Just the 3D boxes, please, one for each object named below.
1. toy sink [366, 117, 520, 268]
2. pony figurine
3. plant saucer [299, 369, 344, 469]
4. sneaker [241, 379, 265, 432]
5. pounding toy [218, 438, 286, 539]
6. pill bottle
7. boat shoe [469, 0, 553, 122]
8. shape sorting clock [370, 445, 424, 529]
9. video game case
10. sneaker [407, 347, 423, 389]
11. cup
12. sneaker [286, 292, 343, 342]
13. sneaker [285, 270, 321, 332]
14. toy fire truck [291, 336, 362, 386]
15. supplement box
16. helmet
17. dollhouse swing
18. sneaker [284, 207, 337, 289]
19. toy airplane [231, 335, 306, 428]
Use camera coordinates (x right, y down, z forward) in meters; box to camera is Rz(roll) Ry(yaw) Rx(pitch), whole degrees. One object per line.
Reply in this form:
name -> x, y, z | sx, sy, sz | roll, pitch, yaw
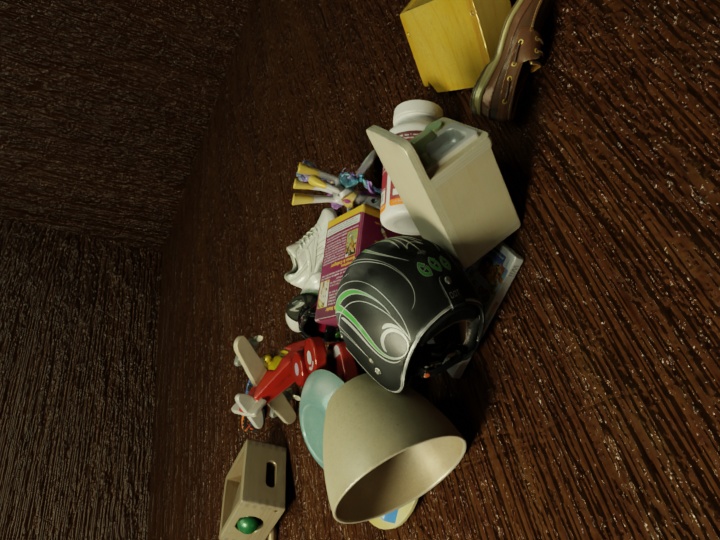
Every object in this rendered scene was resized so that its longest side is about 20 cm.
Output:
toy sink -> 0.115, -0.129, 0.764 | 0.112, 0.201, 0.130 | -36, 31, -5
pony figurine -> -0.032, -0.158, 1.116 | 0.194, 0.197, 0.168 | -102, 26, -64
plant saucer -> -0.057, 0.272, 0.955 | 0.200, 0.038, 0.204 | 23, 120, 47
sneaker -> -0.277, 0.322, 1.485 | 0.078, 0.074, 0.202 | 45, 118, 62
pounding toy -> -0.228, 0.533, 1.275 | 0.185, 0.141, 0.201 | -60, 22, 30
pill bottle -> 0.092, -0.169, 0.929 | 0.113, 0.112, 0.203 | -19, 63, 58
boat shoe -> 0.227, -0.303, 0.789 | 0.067, 0.072, 0.202 | 30, 100, 26
shape sorting clock -> 0.042, 0.311, 0.919 | 0.200, 0.039, 0.203 | -38, 45, 53
video game case -> 0.153, 0.036, 0.839 | 0.202, 0.018, 0.144 | -67, 29, 21
sneaker -> 0.063, 0.124, 0.911 | 0.077, 0.081, 0.203 | 130, 136, -76
cup -> 0.026, 0.229, 0.783 | 0.201, 0.198, 0.144 | -60, 44, 31
sneaker -> -0.097, 0.095, 1.146 | 0.199, 0.083, 0.078 | 14, 109, 49
sneaker -> -0.107, 0.094, 1.256 | 0.089, 0.075, 0.201 | 59, 141, 26
toy fire truck -> -0.048, 0.216, 1.047 | 0.200, 0.111, 0.170 | 131, 131, -56
supplement box -> 0.000, 0.000, 1.032 | 0.130, 0.102, 0.203 | -17, 61, 54
helmet -> 0.057, 0.050, 0.777 | 0.191, 0.198, 0.202 | 43, 119, 38
dollhouse swing -> 0.195, -0.418, 0.915 | 0.199, 0.175, 0.183 | 23, 141, 61
sneaker -> -0.114, -0.052, 1.278 | 0.078, 0.098, 0.203 | 18, 89, 65
toy airplane -> -0.207, 0.243, 1.246 | 0.140, 0.197, 0.203 | 21, 100, 52
